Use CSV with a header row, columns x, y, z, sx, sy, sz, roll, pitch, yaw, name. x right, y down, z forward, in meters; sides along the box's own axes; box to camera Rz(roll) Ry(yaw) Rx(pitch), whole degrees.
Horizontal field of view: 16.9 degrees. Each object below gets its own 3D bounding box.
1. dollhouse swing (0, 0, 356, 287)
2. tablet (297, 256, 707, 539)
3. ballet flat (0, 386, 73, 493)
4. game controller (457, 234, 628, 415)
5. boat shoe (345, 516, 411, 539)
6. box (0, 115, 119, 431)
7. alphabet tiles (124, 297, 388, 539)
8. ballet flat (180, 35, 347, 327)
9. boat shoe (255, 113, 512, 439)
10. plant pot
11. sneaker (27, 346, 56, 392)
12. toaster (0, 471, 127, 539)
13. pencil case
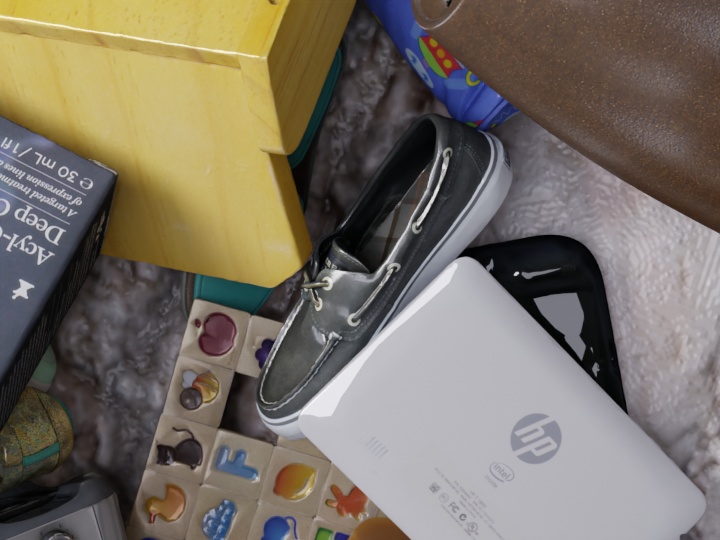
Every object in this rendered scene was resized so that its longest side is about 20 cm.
x,y,z,sx,sy,sz,roll,pitch,yaw,name
-0.095,-0.119,1.287,0.199,0.176,0.182,10,65,24,dollhouse swing
0.077,0.103,1.292,0.130,0.014,0.200,-44,104,3,tablet
-0.254,0.090,1.363,0.199,0.071,0.071,4,93,31,ballet flat
0.095,0.083,1.333,0.104,0.042,0.201,-11,94,-3,game controller
0.049,0.230,1.333,0.200,0.070,0.070,54,145,9,boat shoe
-0.237,0.015,1.245,0.148,0.107,0.201,26,66,0,box
-0.042,0.133,1.356,0.166,0.008,0.201,17,96,-6,alphabet tiles
-0.060,-0.061,1.348,0.064,0.067,0.201,48,126,47,ballet flat
0.000,0.000,1.291,0.200,0.057,0.069,-53,39,10,boat shoe
0.133,-0.132,1.200,0.199,0.187,0.188,17,97,-20,plant pot
-0.187,-0.034,1.370,0.118,0.074,0.201,-22,89,9,sneaker
-0.195,0.189,1.340,0.200,0.113,0.130,-13,95,57,toaster
0.036,-0.166,1.301,0.078,0.087,0.200,-39,92,-28,pencil case
